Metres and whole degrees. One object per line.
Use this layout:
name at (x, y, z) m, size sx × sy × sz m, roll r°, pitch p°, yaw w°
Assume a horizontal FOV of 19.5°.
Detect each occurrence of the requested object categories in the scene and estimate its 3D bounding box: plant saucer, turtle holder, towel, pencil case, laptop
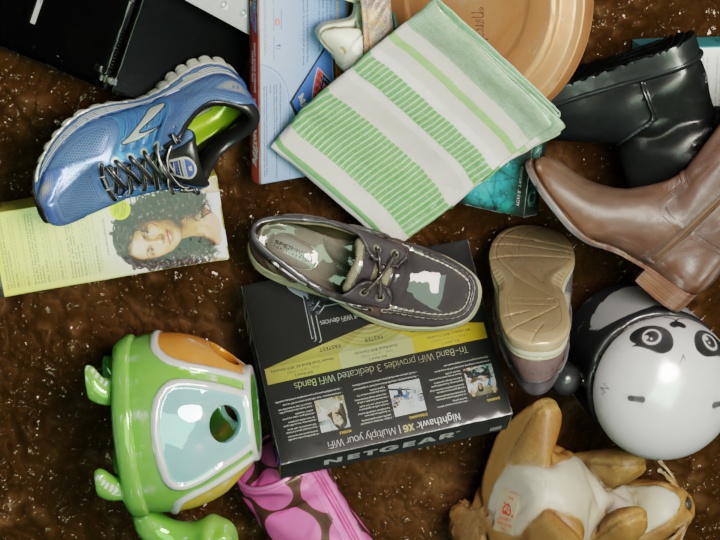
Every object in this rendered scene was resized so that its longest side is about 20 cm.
plant saucer at (0.091, -0.214, 1.662) m, size 0.199 × 0.032 × 0.202 m, roll 6°, pitch 100°, yaw 34°
turtle holder at (-0.148, 0.142, 1.710) m, size 0.131 × 0.141 × 0.187 m, roll -6°, pitch 73°, yaw 2°
towel at (0.043, -0.110, 1.660) m, size 0.152 × 0.023 × 0.200 m, roll 39°, pitch 127°, yaw -21°
pencil case at (-0.026, 0.232, 1.790) m, size 0.091 × 0.093 × 0.201 m, roll -39°, pitch 109°, yaw -22°
laptop at (-0.183, -0.238, 1.691) m, size 0.199 × 0.103 × 0.178 m, roll 22°, pitch 100°, yaw 12°

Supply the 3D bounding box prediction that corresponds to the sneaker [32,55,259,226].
sneaker at (-0.167, -0.095, 1.646) m, size 0.199 × 0.089 × 0.079 m, roll -33°, pitch 132°, yaw -14°

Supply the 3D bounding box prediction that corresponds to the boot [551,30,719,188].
boot at (0.222, -0.095, 1.721) m, size 0.197 × 0.073 × 0.163 m, roll -16°, pitch 105°, yaw 24°

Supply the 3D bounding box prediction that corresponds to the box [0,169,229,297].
box at (-0.211, -0.032, 1.716) m, size 0.198 × 0.050 × 0.076 m, roll -11°, pitch 105°, yaw -6°

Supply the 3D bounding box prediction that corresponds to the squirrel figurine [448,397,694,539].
squirrel figurine at (0.186, 0.220, 1.812) m, size 0.186 × 0.142 × 0.200 m, roll 9°, pitch 143°, yaw -37°

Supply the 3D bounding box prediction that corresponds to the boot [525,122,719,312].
boot at (0.256, -0.089, 1.642) m, size 0.186 × 0.064 × 0.200 m, roll 37°, pitch 114°, yaw -15°

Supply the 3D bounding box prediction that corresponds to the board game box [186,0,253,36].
board game box at (-0.069, -0.291, 1.652) m, size 0.199 × 0.026 × 0.201 m, roll 25°, pitch 99°, yaw -37°

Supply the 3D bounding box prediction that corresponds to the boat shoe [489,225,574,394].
boat shoe at (0.139, 0.029, 1.713) m, size 0.071 × 0.200 × 0.065 m, roll 4°, pitch 119°, yaw -1°

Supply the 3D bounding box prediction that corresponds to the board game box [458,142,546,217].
board game box at (0.093, -0.155, 1.704) m, size 0.134 × 0.028 × 0.202 m, roll 14°, pitch 104°, yaw 32°

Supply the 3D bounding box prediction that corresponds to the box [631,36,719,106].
box at (0.330, -0.155, 1.774) m, size 0.198 × 0.049 × 0.083 m, roll -2°, pitch 106°, yaw -9°

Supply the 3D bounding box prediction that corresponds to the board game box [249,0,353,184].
board game box at (-0.041, -0.174, 1.693) m, size 0.102 × 0.019 × 0.202 m, roll -11°, pitch 115°, yaw -26°

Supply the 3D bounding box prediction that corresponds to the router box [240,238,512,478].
router box at (0.012, 0.073, 1.739) m, size 0.198 × 0.052 × 0.158 m, roll -11°, pitch 72°, yaw -6°

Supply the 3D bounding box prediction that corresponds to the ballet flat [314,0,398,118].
ballet flat at (-0.005, -0.212, 1.655) m, size 0.067 × 0.068 × 0.202 m, roll -8°, pitch 108°, yaw -14°

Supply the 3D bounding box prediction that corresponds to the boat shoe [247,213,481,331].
boat shoe at (0.000, 0.000, 1.695) m, size 0.199 × 0.065 × 0.072 m, roll 19°, pitch 87°, yaw 7°

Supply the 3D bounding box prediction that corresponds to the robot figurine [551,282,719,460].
robot figurine at (0.237, 0.079, 1.739) m, size 0.150 × 0.200 × 0.125 m, roll -39°, pitch 106°, yaw 2°
